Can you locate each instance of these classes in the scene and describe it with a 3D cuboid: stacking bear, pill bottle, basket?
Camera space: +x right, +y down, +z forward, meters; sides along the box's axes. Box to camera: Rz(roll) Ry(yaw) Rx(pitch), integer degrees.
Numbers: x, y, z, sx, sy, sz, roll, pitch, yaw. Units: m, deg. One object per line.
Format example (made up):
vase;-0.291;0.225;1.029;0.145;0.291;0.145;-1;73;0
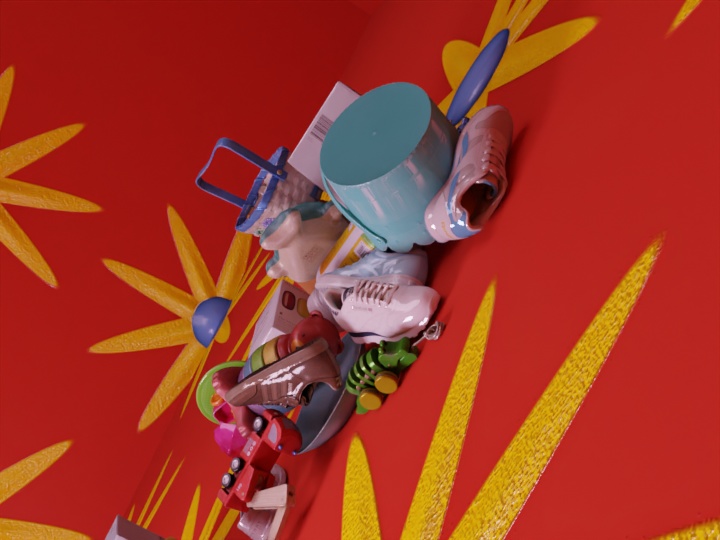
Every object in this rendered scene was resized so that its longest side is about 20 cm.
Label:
stacking bear;-0.108;0.143;1.423;0.200;0.122;0.113;-42;-16;29
pill bottle;0.000;0.000;1.467;0.201;0.110;0.112;-53;14;32
basket;-0.171;-0.140;1.613;0.140;0.198;0.176;-66;12;-24

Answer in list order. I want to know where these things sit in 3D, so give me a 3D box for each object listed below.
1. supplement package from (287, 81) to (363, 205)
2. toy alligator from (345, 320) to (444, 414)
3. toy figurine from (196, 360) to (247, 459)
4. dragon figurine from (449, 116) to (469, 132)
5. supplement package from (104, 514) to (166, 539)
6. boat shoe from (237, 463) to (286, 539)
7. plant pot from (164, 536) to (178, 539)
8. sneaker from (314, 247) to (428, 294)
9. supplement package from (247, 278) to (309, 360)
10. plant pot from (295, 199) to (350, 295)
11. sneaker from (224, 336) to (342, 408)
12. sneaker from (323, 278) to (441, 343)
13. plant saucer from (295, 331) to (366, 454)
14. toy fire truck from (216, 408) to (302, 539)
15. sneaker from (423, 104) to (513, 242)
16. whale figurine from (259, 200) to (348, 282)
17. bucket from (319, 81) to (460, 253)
supplement package;0.013;-0.184;1.546;0.153;0.150;0.200;-55;-17;10
toy alligator;0.031;0.114;1.209;0.200;0.054;0.060;-52;15;38
toy figurine;-0.206;0.266;1.775;0.199;0.151;0.185;-34;30;6
dragon figurine;0.125;-0.162;1.444;0.201;0.058;0.100;-53;14;28
supplement package;-0.349;0.532;1.509;0.202;0.190;0.147;-61;11;-8
boat shoe;-0.156;0.337;1.443;0.071;0.069;0.200;-59;12;8
plant pot;-0.281;0.495;1.346;0.177;0.199;0.200;-55;7;-33
sneaker;0.021;0.005;1.364;0.198;0.074;0.083;-1;57;41
supplement package;-0.127;0.122;1.716;0.110;0.113;0.201;-57;13;20
plant pot;-0.045;-0.028;1.660;0.201;0.139;0.201;-57;13;20
sneaker;-0.109;0.164;1.327;0.199;0.076;0.070;-30;1;36
sneaker;0.025;0.047;1.265;0.199;0.081;0.077;-16;31;52
plant saucer;-0.035;0.180;1.377;0.202;0.038;0.201;-58;12;19
toy fire truck;-0.130;0.306;1.304;0.141;0.049;0.202;31;91;48
sneaker;0.157;-0.125;1.222;0.080;0.076;0.202;-4;56;55
whale figurine;-0.098;-0.060;1.484;0.159;0.104;0.200;-44;-22;10
bucket;0.049;-0.145;1.307;0.205;0.135;0.209;-21;46;23
